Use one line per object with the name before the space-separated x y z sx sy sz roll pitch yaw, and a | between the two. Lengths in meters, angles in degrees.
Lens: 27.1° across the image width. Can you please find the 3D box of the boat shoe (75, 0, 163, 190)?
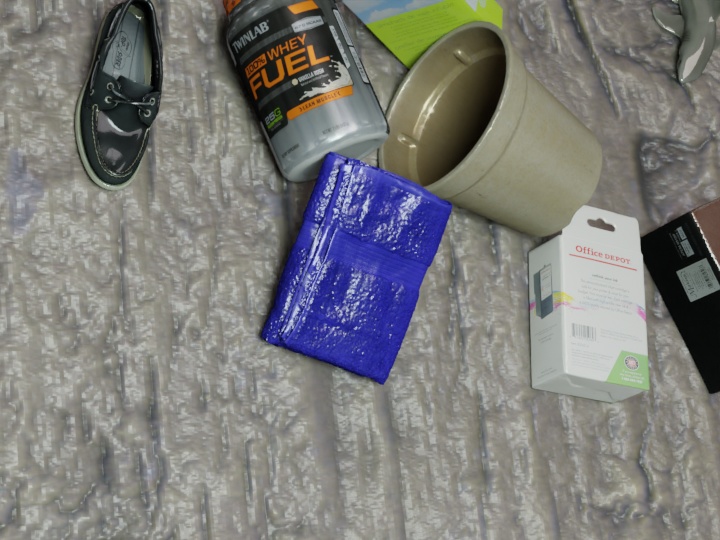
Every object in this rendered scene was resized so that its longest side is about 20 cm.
boat shoe | -0.226 -0.178 1.449 0.074 0.066 0.201 20 63 -23

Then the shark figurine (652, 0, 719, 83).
shark figurine | 0.421 -0.352 1.890 0.127 0.089 0.216 -16 82 -35

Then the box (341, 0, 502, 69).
box | 0.052 -0.294 1.580 0.200 0.121 0.048 37 49 -47

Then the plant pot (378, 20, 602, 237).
plant pot | 0.151 -0.132 1.596 0.183 0.200 0.202 29 59 -32

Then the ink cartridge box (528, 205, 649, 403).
ink cartridge box | 0.250 0.034 1.648 0.116 0.067 0.202 12 67 -26

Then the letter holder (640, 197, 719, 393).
letter holder | 0.440 0.018 1.749 0.141 0.100 0.201 -22 83 -37

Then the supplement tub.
supplement tub | -0.060 -0.203 1.524 0.122 0.122 0.201 -19 81 -34

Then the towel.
towel | 0.000 0.000 1.472 0.147 0.050 0.202 20 92 -21
